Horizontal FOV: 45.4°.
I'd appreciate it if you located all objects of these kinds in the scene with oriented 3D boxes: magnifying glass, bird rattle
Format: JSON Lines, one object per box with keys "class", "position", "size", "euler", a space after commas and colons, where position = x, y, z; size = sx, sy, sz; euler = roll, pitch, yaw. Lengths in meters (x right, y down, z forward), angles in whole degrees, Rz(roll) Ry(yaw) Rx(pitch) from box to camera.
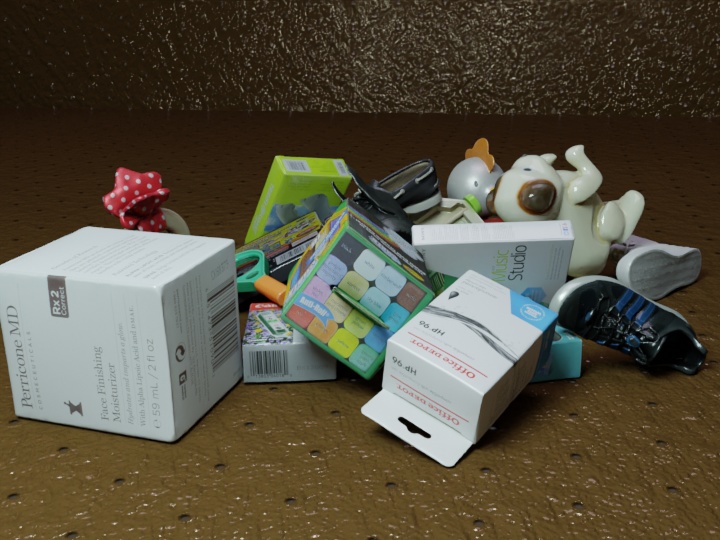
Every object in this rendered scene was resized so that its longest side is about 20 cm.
{"class": "magnifying glass", "position": [-0.138, 0.011, 1.129], "size": [0.079, 0.023, 0.199], "euler": [-34, 28, -18]}
{"class": "bird rattle", "position": [-0.298, -0.032, 1.182], "size": [0.111, 0.205, 0.162], "euler": [9, -4, 28]}

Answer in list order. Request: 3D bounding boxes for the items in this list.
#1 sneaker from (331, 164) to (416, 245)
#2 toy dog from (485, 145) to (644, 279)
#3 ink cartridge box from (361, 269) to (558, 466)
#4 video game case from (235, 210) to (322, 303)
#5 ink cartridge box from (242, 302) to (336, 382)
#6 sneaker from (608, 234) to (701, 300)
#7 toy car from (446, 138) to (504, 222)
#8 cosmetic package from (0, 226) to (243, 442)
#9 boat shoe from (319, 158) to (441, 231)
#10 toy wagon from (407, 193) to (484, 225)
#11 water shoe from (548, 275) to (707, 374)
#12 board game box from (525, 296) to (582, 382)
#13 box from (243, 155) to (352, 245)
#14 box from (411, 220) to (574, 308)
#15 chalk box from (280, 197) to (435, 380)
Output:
{"class": "sneaker", "position": [0.047, -0.057, 1.119], "size": [0.199, 0.060, 0.105], "euler": [27, 23, -49]}
{"class": "toy dog", "position": [0.270, -0.083, 1.223], "size": [0.198, 0.197, 0.139], "euler": [28, -5, -30]}
{"class": "ink cartridge box", "position": [0.101, 0.091, 0.863], "size": [0.115, 0.069, 0.199], "euler": [26, 41, 27]}
{"class": "video game case", "position": [-0.138, -0.013, 1.249], "size": [0.197, 0.026, 0.181], "euler": [-26, 20, -1]}
{"class": "ink cartridge box", "position": [-0.084, 0.072, 1.054], "size": [0.106, 0.052, 0.200], "euler": [-2, 19, -2]}
{"class": "sneaker", "position": [0.400, -0.007, 1.255], "size": [0.197, 0.075, 0.114], "euler": [-4, 14, -43]}
{"class": "toy car", "position": [0.187, -0.096, 1.310], "size": [0.181, 0.205, 0.177], "euler": [-8, 19, -21]}
{"class": "cosmetic package", "position": [-0.249, 0.059, 0.916], "size": [0.196, 0.169, 0.165], "euler": [4, 19, 18]}
{"class": "boat shoe", "position": [0.027, -0.098, 1.189], "size": [0.197, 0.061, 0.074], "euler": [-22, 28, -20]}
{"class": "toy wagon", "position": [0.135, -0.010, 1.200], "size": [0.154, 0.040, 0.201], "euler": [-34, 66, -7]}
{"class": "water shoe", "position": [0.305, 0.061, 0.961], "size": [0.196, 0.073, 0.079], "euler": [14, 22, -21]}
{"class": "board game box", "position": [0.137, 0.084, 1.012], "size": [0.195, 0.048, 0.151], "euler": [-5, 19, -13]}
{"class": "box", "position": [-0.105, -0.088, 1.359], "size": [0.120, 0.202, 0.048], "euler": [-2, 47, -31]}
{"class": "box", "position": [0.161, 0.002, 1.086], "size": [0.195, 0.146, 0.037], "euler": [-1, 47, 3]}
{"class": "chalk box", "position": [-0.004, 0.023, 0.941], "size": [0.124, 0.125, 0.200], "euler": [36, 13, -10]}
